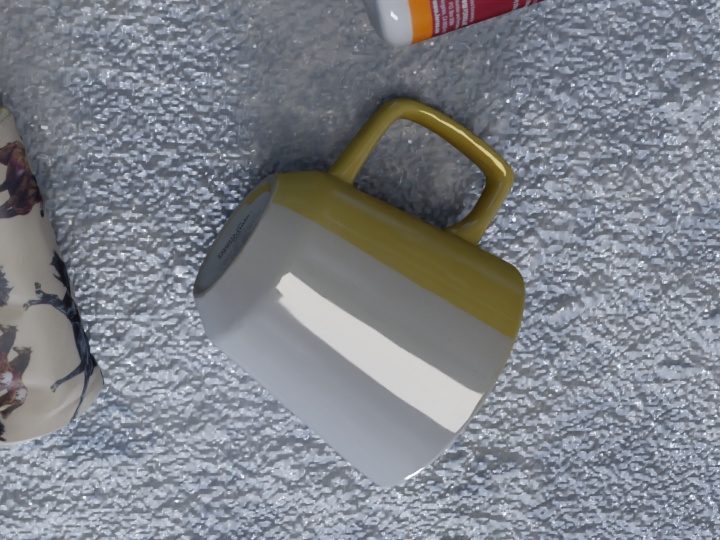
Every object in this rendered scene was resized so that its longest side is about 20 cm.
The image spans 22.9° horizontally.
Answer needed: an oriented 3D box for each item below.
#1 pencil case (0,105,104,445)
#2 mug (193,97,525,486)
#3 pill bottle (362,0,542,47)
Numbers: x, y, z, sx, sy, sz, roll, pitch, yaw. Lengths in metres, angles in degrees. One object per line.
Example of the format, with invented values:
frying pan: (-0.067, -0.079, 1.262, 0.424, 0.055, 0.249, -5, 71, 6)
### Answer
pencil case: (-0.209, 0.006, 0.992, 0.089, 0.078, 0.201, -11, 118, 7)
mug: (-0.006, 0.008, 1.024, 0.153, 0.187, 0.149, 33, 138, -16)
pill bottle: (0.090, -0.200, 0.934, 0.199, 0.113, 0.113, -19, 119, -3)
